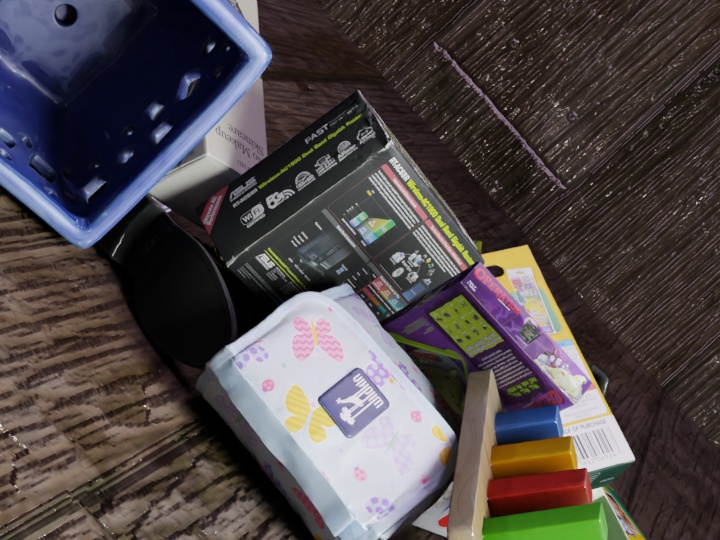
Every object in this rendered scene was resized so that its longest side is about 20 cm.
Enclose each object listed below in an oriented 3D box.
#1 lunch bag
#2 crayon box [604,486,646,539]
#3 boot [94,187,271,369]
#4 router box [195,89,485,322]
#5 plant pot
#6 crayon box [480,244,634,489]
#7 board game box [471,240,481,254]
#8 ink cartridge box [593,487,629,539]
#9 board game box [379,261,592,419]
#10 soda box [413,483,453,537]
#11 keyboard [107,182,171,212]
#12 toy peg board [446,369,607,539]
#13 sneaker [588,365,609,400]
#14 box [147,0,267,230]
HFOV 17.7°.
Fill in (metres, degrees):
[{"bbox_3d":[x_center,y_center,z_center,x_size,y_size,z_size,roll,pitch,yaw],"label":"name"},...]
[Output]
[{"bbox_3d":[-0.014,0.107,1.594,0.170,0.127,0.200,50,17,8],"label":"lunch bag"},{"bbox_3d":[0.211,0.247,2.178,0.200,0.058,0.173,37,15,-44],"label":"crayon box"},{"bbox_3d":[-0.103,0.021,1.698,0.174,0.069,0.200,35,14,-49],"label":"boot"},{"bbox_3d":[-0.012,-0.026,1.715,0.062,0.149,0.200,58,5,35],"label":"router box"},{"bbox_3d":[-0.208,-0.166,1.632,0.200,0.200,0.180,42,5,-22],"label":"plant pot"},{"bbox_3d":[0.116,0.086,1.820,0.125,0.052,0.201,-11,66,-32],"label":"crayon box"},{"bbox_3d":[0.000,0.000,1.920,0.198,0.048,0.102,4,11,3],"label":"board game box"},{"bbox_3d":[0.155,0.207,1.909,0.145,0.048,0.201,-39,-108,59],"label":"ink cartridge box"},{"bbox_3d":[0.074,0.070,1.674,0.120,0.032,0.200,51,-30,-4],"label":"board game box"},{"bbox_3d":[0.049,0.159,1.825,0.068,0.064,0.200,53,12,28],"label":"soda box"},{"bbox_3d":[-0.205,-0.129,1.817,0.056,0.011,0.201,-23,79,-39],"label":"keyboard"},{"bbox_3d":[0.133,0.197,1.572,0.199,0.097,0.201,-76,155,-60],"label":"toy peg board"},{"bbox_3d":[0.150,0.135,2.091,0.070,0.078,0.199,40,35,27],"label":"sneaker"},{"bbox_3d":[-0.121,-0.139,1.751,0.082,0.068,0.201,32,42,-45],"label":"box"}]
